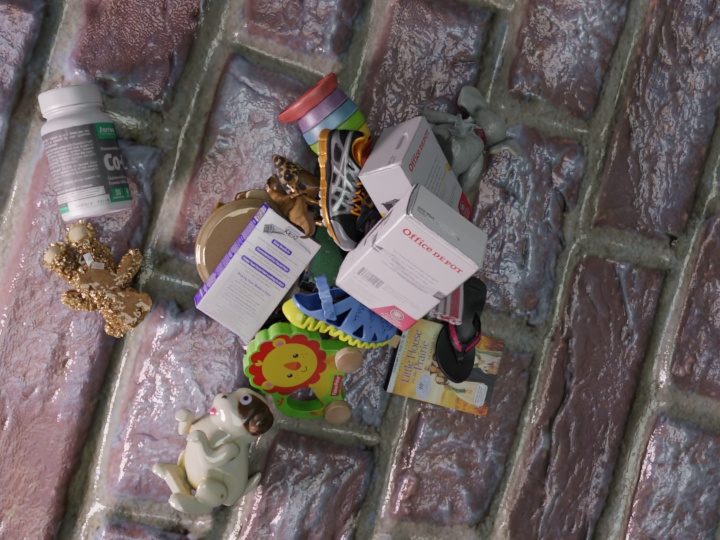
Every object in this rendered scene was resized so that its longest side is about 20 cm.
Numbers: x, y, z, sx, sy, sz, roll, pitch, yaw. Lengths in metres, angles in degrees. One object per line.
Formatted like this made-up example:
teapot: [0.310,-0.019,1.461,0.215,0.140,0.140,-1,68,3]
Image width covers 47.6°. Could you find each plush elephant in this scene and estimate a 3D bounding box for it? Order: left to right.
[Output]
plush elephant: [0.183,-0.225,1.421,0.154,0.200,0.165,-21,80,-34]

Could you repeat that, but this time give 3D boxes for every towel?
towel: [0.092,0.004,1.416,0.199,0.030,0.147,20,54,-17]

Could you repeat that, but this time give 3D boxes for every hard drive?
hard drive: [0.000,0.000,1.413,0.199,0.038,0.140,20,54,-14]

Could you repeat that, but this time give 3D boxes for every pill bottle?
pill bottle: [-0.441,-0.186,1.302,0.112,0.113,0.201,-14,96,-11]

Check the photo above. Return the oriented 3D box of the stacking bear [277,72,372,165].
stacking bear: [-0.030,-0.223,1.398,0.121,0.114,0.200,-40,105,-8]

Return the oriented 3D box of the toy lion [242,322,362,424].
toy lion: [-0.101,0.170,1.366,0.190,0.069,0.201,0,127,-14]

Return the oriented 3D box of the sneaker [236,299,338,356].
sneaker: [-0.127,0.092,1.402,0.199,0.079,0.096,-35,84,0]

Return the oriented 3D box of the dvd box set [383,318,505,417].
dvd box set: [0.154,0.173,1.491,0.199,0.029,0.147,17,87,-12]

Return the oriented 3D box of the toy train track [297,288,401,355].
toy train track: [-0.020,0.079,1.450,0.199,0.033,0.115,28,99,-6]

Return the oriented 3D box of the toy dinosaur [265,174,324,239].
toy dinosaur: [-0.092,-0.088,1.311,0.106,0.200,0.061,-11,126,-26]

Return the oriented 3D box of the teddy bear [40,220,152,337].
teddy bear: [-0.429,0.014,1.347,0.199,0.067,0.146,30,77,-6]

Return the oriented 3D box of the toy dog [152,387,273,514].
toy dog: [-0.221,0.291,1.354,0.193,0.140,0.201,24,97,-27]

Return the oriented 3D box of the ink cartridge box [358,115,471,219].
ink cartridge box: [0.095,-0.123,1.322,0.200,0.085,0.148,57,37,-28]

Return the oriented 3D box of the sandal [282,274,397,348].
sandal: [-0.021,0.066,1.326,0.199,0.080,0.087,17,115,-27]

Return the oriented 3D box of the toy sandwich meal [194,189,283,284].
toy sandwich meal: [-0.188,-0.041,1.392,0.204,0.070,0.207,-4,104,-15]

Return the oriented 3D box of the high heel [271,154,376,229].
high heel: [-0.050,-0.161,1.373,0.200,0.071,0.143,44,123,4]

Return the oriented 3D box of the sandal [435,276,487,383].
sandal: [0.185,0.101,1.460,0.075,0.045,0.201,19,72,-12]

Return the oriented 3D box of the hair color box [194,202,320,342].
hair color box: [-0.169,0.003,1.337,0.109,0.065,0.200,37,93,-20]

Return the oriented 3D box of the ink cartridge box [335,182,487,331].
ink cartridge box: [0.078,-0.017,1.261,0.145,0.200,0.085,35,44,-13]

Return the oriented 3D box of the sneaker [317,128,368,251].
sneaker: [-0.021,-0.132,1.297,0.077,0.078,0.201,-6,87,15]
